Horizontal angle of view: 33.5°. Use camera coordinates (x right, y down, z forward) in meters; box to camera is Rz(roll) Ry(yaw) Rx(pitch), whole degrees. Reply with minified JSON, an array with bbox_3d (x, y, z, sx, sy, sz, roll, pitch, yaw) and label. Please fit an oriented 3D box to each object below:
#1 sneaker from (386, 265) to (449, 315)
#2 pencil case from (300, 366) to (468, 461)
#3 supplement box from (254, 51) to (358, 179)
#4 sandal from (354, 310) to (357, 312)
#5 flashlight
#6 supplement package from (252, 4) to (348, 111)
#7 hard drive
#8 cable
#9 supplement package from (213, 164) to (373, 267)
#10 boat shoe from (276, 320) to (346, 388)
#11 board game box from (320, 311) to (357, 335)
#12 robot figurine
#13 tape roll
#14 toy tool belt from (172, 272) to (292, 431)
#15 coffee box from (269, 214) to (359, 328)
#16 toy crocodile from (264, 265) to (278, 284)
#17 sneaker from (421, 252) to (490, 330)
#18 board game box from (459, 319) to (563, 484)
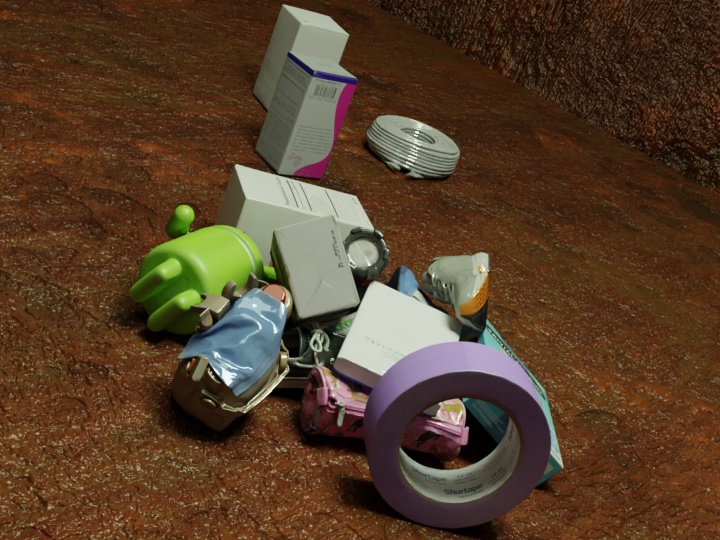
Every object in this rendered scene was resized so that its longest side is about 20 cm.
[{"bbox_3d":[0.077,0.069,1.614,0.082,0.074,0.201,14,32,-19],"label":"sneaker"},{"bbox_3d":[0.029,0.170,1.414,0.199,0.083,0.087,15,36,-20],"label":"pencil case"},{"bbox_3d":[-0.099,-0.278,2.157,0.101,0.201,0.103,4,27,-39],"label":"supplement box"},{"bbox_3d":[0.066,0.074,1.704,0.200,0.054,0.080,34,25,28],"label":"sandal"},{"bbox_3d":[0.000,0.000,1.610,0.200,0.067,0.068,100,-34,-76],"label":"flashlight"},{"bbox_3d":[-0.125,-0.425,2.466,0.117,0.201,0.117,9,26,-30],"label":"supplement package"},{"bbox_3d":[0.049,0.091,1.452,0.131,0.025,0.200,25,28,0],"label":"hard drive"},{"bbox_3d":[0.108,-0.260,2.483,0.199,0.070,0.200,-1,32,-44],"label":"cable"},{"bbox_3d":[-0.102,-0.057,1.754,0.199,0.122,0.120,13,24,-21],"label":"supplement package"},{"bbox_3d":[-0.064,0.096,1.448,0.198,0.068,0.074,1,41,-13],"label":"boat shoe"},{"bbox_3d":[-0.004,0.114,1.572,0.126,0.035,0.200,32,24,22],"label":"board game box"},{"bbox_3d":[-0.200,0.010,1.510,0.176,0.116,0.200,56,32,4],"label":"robot figurine"},{"bbox_3d":[0.104,0.180,1.303,0.199,0.201,0.066,17,22,-13],"label":"tape roll"},{"bbox_3d":[-0.132,0.071,1.337,0.124,0.123,0.200,27,57,10],"label":"toy tool belt"},{"bbox_3d":[-0.061,0.007,1.516,0.079,0.115,0.200,-15,-6,-7],"label":"coffee box"},{"bbox_3d":[-0.123,0.020,1.655,0.199,0.062,0.068,15,24,-29],"label":"toy crocodile"},{"bbox_3d":[0.124,0.027,1.582,0.091,0.076,0.200,3,14,6],"label":"sneaker"},{"bbox_3d":[0.189,0.161,1.538,0.151,0.047,0.200,50,16,-17],"label":"board game box"}]
